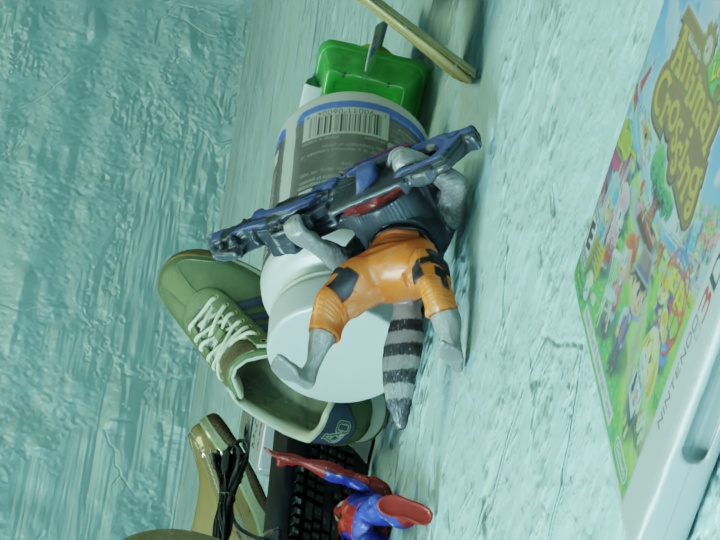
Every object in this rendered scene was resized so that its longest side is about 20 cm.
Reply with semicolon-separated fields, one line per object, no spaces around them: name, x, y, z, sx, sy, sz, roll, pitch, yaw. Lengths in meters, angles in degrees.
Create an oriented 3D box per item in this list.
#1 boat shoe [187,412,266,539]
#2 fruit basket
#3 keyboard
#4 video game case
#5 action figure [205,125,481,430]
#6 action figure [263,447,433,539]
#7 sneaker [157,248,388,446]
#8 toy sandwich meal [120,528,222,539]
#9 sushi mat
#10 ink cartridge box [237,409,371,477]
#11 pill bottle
boat shoe;-0.104;0.202;1.675;0.072;0.076;0.201;-122;10;-57
fruit basket;-0.006;-0.112;1.669;0.200;0.093;0.187;-95;18;-76
keyboard;-0.051;0.187;1.459;0.021;0.126;0.201;-43;33;43
video game case;0.124;-0.021;0.818;0.201;0.022;0.183;-92;15;-60
action figure;0.000;0.000;1.341;0.105;0.199;0.195;52;-145;-33
action figure;-0.017;0.156;1.354;0.200;0.098;0.066;158;124;-84
sneaker;-0.074;0.053;1.495;0.067;0.200;0.090;-57;-17;17
toy sandwich meal;-0.079;0.233;1.327;0.070;0.204;0.206;-49;25;37
sushi mat;-0.005;-0.189;1.430;0.012;0.199;0.096;-53;11;2
ink cartridge box;-0.037;0.080;1.640;0.200;0.082;0.148;-162;82;-82
pill bottle;-0.010;-0.016;1.466;0.114;0.113;0.201;109;169;-46
